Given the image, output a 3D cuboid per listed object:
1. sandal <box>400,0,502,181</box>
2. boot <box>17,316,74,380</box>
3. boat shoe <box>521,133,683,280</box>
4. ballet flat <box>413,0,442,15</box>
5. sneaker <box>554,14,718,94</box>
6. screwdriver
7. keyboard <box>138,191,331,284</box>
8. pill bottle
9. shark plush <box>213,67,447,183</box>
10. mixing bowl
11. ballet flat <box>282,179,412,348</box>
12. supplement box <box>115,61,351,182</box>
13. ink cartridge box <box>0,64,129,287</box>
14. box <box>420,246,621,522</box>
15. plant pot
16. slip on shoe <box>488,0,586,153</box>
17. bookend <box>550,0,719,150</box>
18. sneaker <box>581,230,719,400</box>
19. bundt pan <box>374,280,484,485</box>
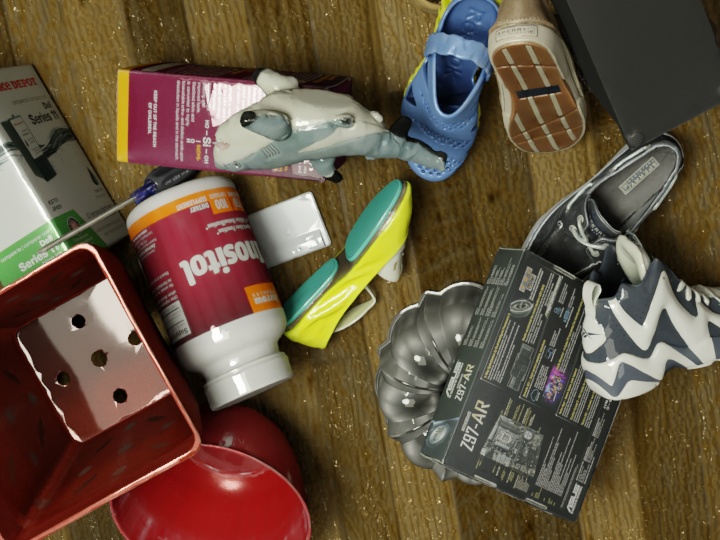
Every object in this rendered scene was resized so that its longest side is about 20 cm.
[{"bbox_3d":[0.077,-0.159,1.037,0.078,0.088,0.202,13,131,3],"label":"sandal"},{"bbox_3d":[-0.398,0.097,1.210,0.156,0.079,0.213,25,106,4],"label":"boot"},{"bbox_3d":[0.218,-0.044,1.067,0.072,0.068,0.200,46,107,-2],"label":"boat shoe"},{"bbox_3d":[0.137,-0.276,1.033,0.198,0.063,0.069,-23,99,14],"label":"ballet flat"},{"bbox_3d":[0.219,-0.197,1.040,0.198,0.075,0.071,8,117,31],"label":"sneaker"},{"bbox_3d":[-0.225,-0.058,1.095,0.028,0.200,0.029,31,139,22],"label":"screwdriver"},{"bbox_3d":[-0.128,-0.019,1.171,0.198,0.011,0.057,-20,93,14],"label":"keyboard"},{"bbox_3d":[-0.137,0.023,1.105,0.112,0.113,0.202,-24,84,15],"label":"pill bottle"},{"bbox_3d":[-0.026,-0.115,1.006,0.197,0.091,0.084,1,126,-12],"label":"shark plush"},{"bbox_3d":[-0.139,0.204,1.155,0.197,0.109,0.202,4,129,5],"label":"mixing bowl"},{"bbox_3d":[0.000,0.000,1.129,0.067,0.067,0.200,34,111,-21],"label":"ballet flat"},{"bbox_3d":[-0.115,-0.141,1.086,0.197,0.110,0.087,6,105,9],"label":"supplement box"},{"bbox_3d":[-0.325,-0.089,1.120,0.082,0.147,0.202,-29,97,15],"label":"ink cartridge box"},{"bbox_3d":[0.159,0.103,1.045,0.159,0.043,0.202,26,81,-25],"label":"box"},{"bbox_3d":[-0.259,0.099,1.063,0.198,0.176,0.202,-28,95,5],"label":"plant pot"},{"bbox_3d":[0.149,-0.167,0.995,0.075,0.200,0.061,-6,66,20],"label":"slip on shoe"},{"bbox_3d":[0.193,-0.234,0.930,0.091,0.199,0.201,-26,116,8],"label":"bookend"},{"bbox_3d":[0.274,0.017,1.028,0.197,0.079,0.131,-20,110,-13],"label":"sneaker"},{"bbox_3d":[0.104,0.117,1.123,0.199,0.076,0.205,3,104,11],"label":"bundt pan"}]
